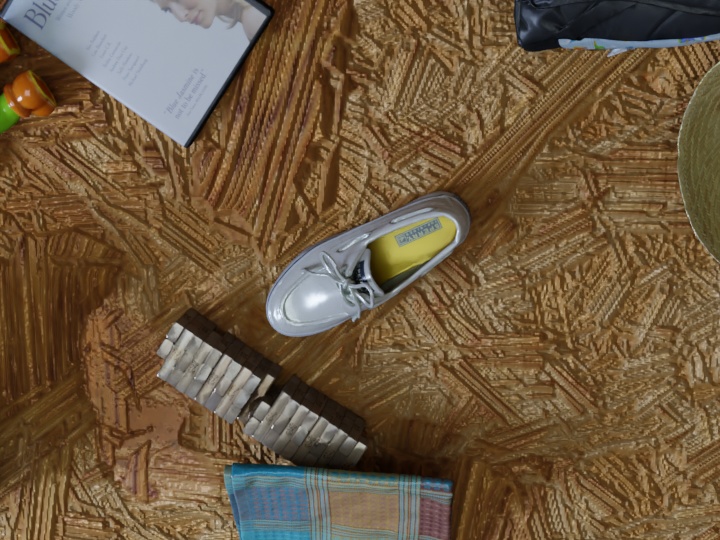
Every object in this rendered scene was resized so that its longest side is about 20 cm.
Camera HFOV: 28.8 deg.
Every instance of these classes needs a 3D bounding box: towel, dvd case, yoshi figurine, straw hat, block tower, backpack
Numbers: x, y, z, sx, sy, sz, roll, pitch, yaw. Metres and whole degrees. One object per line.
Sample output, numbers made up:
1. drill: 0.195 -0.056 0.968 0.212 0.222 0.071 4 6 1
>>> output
1. towel: -0.018 0.219 1.243 0.198 0.022 0.147 4 142 6
2. dvd case: -0.191 -0.219 1.195 0.199 0.018 0.143 35 106 -2
3. yoshi figurine: -0.367 -0.123 1.218 0.199 0.113 0.112 -34 139 0
4. straw hat: 0.347 -0.084 1.127 0.199 0.085 0.203 0 92 9
5. block tower: -0.087 0.114 1.248 0.199 0.058 0.054 34 106 0
6. backpack: 0.232 -0.247 1.081 0.199 0.154 0.165 6 104 28

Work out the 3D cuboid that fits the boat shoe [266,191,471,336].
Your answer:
1. boat shoe: 0.003 0.004 1.191 0.201 0.086 0.075 -26 100 12
